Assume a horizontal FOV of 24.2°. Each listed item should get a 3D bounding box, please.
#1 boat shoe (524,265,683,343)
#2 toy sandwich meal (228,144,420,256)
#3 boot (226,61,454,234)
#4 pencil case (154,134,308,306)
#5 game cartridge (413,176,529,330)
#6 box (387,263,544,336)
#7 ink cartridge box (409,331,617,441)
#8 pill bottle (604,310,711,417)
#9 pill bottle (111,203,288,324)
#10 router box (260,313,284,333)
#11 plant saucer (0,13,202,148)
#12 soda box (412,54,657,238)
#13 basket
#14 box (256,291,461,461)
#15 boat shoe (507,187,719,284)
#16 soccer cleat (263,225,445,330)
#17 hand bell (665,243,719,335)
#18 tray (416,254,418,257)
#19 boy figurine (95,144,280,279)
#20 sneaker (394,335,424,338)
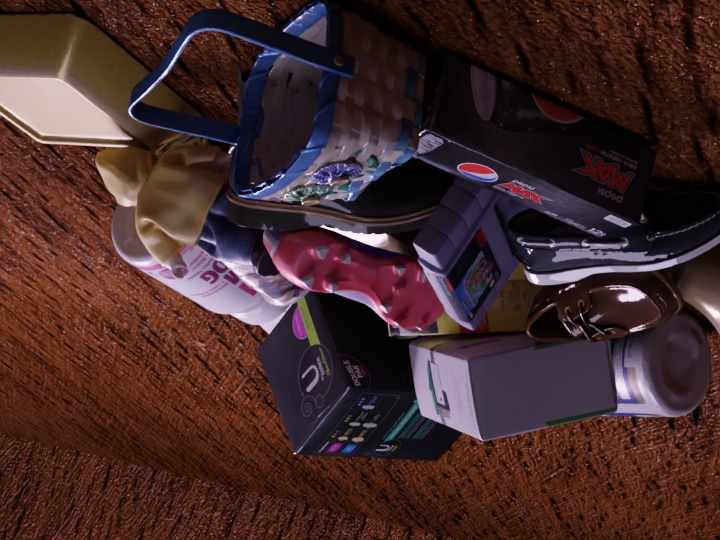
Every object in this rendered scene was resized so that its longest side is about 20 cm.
[{"bbox_3d":[0.213,0.036,1.492,0.072,0.068,0.200,49,159,-12],"label":"boat shoe"},{"bbox_3d":[-0.032,-0.064,1.540,0.204,0.071,0.205,15,153,8],"label":"toy sandwich meal"},{"bbox_3d":[-0.012,-0.107,1.412,0.199,0.139,0.078,-3,-154,-10],"label":"boot"},{"bbox_3d":[-0.120,-0.048,1.647,0.089,0.078,0.200,-15,133,43],"label":"pencil case"},{"bbox_3d":[0.108,-0.030,1.474,0.038,0.130,0.200,26,168,21],"label":"game cartridge"},{"bbox_3d":[0.124,0.023,1.652,0.199,0.076,0.050,-2,-171,23],"label":"box"},{"bbox_3d":[0.147,0.103,1.661,0.145,0.085,0.200,-11,-176,-14],"label":"ink cartridge box"},{"bbox_3d":[0.261,0.098,1.775,0.111,0.112,0.199,28,160,-36],"label":"pill bottle"},{"bbox_3d":[-0.157,-0.022,1.771,0.113,0.114,0.200,3,159,38],"label":"pill bottle"},{"bbox_3d":[-0.035,0.051,2.007,0.199,0.049,0.180,9,162,21],"label":"router box"},{"bbox_3d":[-0.277,-0.165,1.537,0.199,0.049,0.200,4,160,32],"label":"plant saucer"},{"bbox_3d":[0.133,-0.097,1.335,0.199,0.071,0.063,22,163,-19],"label":"soda box"},{"bbox_3d":[-0.060,-0.131,1.277,0.199,0.140,0.176,17,158,-20],"label":"basket"},{"bbox_3d":[0.015,0.112,1.829,0.199,0.149,0.124,7,136,-35],"label":"box"},{"bbox_3d":[0.219,-0.038,1.423,0.199,0.076,0.060,-17,123,25],"label":"boat shoe"},{"bbox_3d":[0.000,0.000,1.490,0.199,0.067,0.076,18,-164,-43],"label":"soccer cleat"},{"bbox_3d":[0.258,-0.020,1.486,0.199,0.104,0.104,26,165,10],"label":"hand bell"},{"bbox_3d":[0.041,-0.045,1.652,0.199,0.037,0.099,2,158,42],"label":"tray"},{"bbox_3d":[-0.156,-0.056,1.521,0.199,0.125,0.064,21,-178,22],"label":"boy figurine"},{"bbox_3d":[0.099,0.013,1.728,0.199,0.076,0.081,-15,104,34],"label":"sneaker"}]
